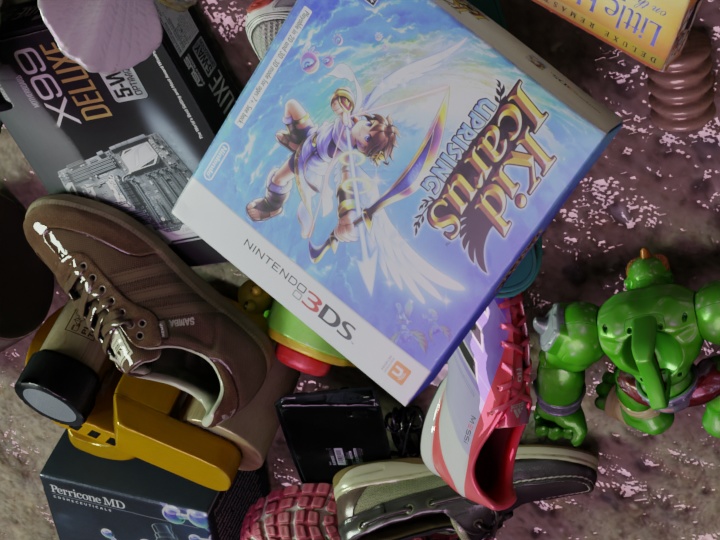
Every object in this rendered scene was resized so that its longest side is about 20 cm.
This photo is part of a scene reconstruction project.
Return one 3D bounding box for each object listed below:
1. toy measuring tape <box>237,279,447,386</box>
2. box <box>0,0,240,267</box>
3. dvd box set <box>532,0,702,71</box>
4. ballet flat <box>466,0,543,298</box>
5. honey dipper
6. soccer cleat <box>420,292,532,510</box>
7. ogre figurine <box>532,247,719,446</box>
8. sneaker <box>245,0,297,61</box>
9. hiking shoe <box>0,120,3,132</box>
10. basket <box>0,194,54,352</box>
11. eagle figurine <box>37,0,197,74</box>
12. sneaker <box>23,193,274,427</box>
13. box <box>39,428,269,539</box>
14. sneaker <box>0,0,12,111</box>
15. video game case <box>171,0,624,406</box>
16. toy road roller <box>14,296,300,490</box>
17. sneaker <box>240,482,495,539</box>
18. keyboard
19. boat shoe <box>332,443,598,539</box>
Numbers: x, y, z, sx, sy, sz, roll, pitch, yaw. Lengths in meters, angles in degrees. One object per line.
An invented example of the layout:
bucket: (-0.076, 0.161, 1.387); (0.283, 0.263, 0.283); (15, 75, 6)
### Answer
toy measuring tape: (0.004, 0.052, 1.021); (0.199, 0.074, 0.074); (23, 137, 8)
box: (-0.149, -0.091, 0.973); (0.157, 0.050, 0.201); (-6, 129, 30)
dvd box set: (0.123, -0.212, 0.720); (0.146, 0.029, 0.201); (33, 140, 18)
ballet flat: (0.059, -0.083, 0.864); (0.067, 0.070, 0.202); (-14, 99, -10)
honey dipper: (0.161, -0.166, 0.775); (0.038, 0.038, 0.201); (2, 129, 23)
soccer cleat: (0.086, 0.059, 0.945); (0.073, 0.068, 0.201); (38, 130, 46)
ogre figurine: (0.195, 0.055, 0.927); (0.199, 0.099, 0.120); (7, 147, 33)
sneaker: (0.001, -0.085, 0.889); (0.078, 0.082, 0.200); (-21, 119, 37)
hiking shoe: (-0.307, -0.148, 0.963); (0.074, 0.087, 0.201); (-4, 129, 27)
basket: (-0.341, 0.020, 1.112); (0.199, 0.136, 0.181); (-19, 123, 32)
eagle figurine: (-0.118, -0.222, 0.783); (0.151, 0.152, 0.200); (47, 141, 7)
sneaker: (-0.151, 0.026, 0.990); (0.199, 0.076, 0.071); (34, 136, -2)
box: (-0.160, 0.209, 1.224); (0.147, 0.107, 0.201); (10, 134, 16)
sneaker: (-0.243, -0.131, 0.906); (0.082, 0.072, 0.201); (31, 96, -4)
video game case: (0.015, -0.056, 0.822); (0.181, 0.045, 0.201); (38, 115, 8)
toy road roller: (-0.152, 0.089, 1.103); (0.199, 0.123, 0.146); (21, 151, 5)
sneaker: (0.005, 0.215, 1.149); (0.198, 0.081, 0.075); (2, 154, 1)
keyboard: (-0.001, 0.123, 1.103); (0.103, 0.040, 0.200); (-1, 153, 5)
boat shoe: (0.078, 0.171, 1.082); (0.198, 0.065, 0.073); (-10, 153, 15)
